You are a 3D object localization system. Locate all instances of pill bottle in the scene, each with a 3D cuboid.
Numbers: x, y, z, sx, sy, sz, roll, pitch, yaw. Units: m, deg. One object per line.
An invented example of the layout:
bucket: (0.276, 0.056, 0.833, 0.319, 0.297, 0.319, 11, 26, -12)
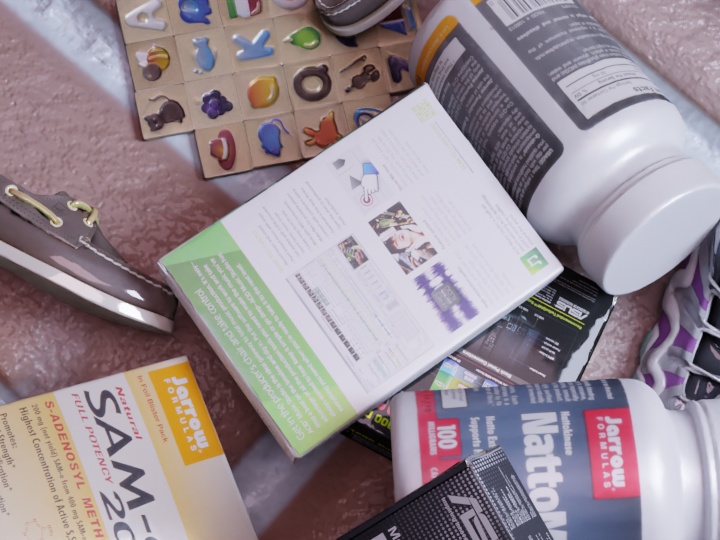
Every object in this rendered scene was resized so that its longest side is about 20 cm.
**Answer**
pill bottle: (0.118, 0.121, 0.936, 0.199, 0.120, 0.120, -4, 76, 1)
pill bottle: (0.127, -0.089, 1.037, 0.116, 0.117, 0.200, -30, 64, -13)

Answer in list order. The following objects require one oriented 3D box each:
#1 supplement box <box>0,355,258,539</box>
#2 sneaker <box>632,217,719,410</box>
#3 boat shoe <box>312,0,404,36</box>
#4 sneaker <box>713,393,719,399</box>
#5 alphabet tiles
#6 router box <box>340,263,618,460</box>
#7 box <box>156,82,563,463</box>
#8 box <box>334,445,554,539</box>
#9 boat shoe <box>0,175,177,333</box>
supplement box: (-0.173, 0.137, 0.952, 0.199, 0.073, 0.126, -15, 77, -37)
sneaker: (0.228, 0.024, 1.029, 0.077, 0.140, 0.201, 15, 74, -3)
boat shoe: (0.029, -0.244, 1.081, 0.072, 0.059, 0.200, 42, 98, 28)
sneaker: (0.286, 0.101, 1.032, 0.200, 0.088, 0.074, 29, 60, -42)
alphabet tiles: (-0.056, -0.151, 1.114, 0.199, 0.006, 0.167, -12, 77, -9)
router box: (0.040, 0.041, 1.045, 0.199, 0.062, 0.150, 28, 74, 1)
box: (0.000, 0.000, 1.001, 0.200, 0.036, 0.145, -34, 81, -14)
box: (0.051, 0.214, 0.848, 0.160, 0.044, 0.201, -34, 79, 27)
boat shoe: (-0.197, -0.023, 1.028, 0.199, 0.072, 0.060, 25, 78, 4)
